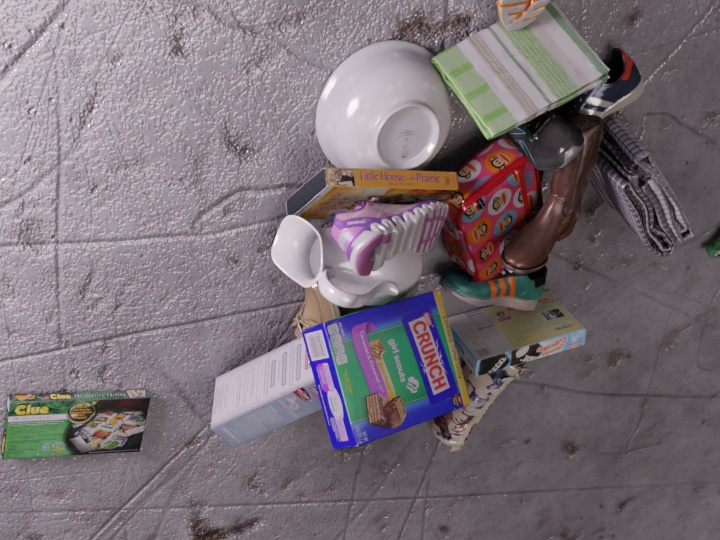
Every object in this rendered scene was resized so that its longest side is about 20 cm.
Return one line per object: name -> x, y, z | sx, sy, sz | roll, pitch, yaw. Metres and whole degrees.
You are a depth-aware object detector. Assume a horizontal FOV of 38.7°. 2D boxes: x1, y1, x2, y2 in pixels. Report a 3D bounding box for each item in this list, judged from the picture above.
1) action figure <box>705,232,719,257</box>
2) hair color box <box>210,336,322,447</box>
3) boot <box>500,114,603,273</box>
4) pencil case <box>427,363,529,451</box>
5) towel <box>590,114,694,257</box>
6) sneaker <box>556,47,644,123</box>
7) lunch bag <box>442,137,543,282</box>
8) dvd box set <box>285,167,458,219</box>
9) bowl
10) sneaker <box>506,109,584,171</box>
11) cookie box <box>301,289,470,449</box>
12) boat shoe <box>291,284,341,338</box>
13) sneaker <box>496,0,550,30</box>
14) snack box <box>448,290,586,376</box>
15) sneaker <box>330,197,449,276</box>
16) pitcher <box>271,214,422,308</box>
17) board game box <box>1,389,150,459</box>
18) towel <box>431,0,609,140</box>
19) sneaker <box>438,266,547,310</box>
action figure -> 0.700, -0.065, 1.812 | 0.198, 0.055, 0.119 | -20, 132, -8
hair color box -> -0.120, 0.171, 1.491 | 0.199, 0.100, 0.061 | -27, 129, 22
boot -> 0.272, -0.112, 1.435 | 0.186, 0.064, 0.201 | -40, 152, -42
pencil case -> 0.194, 0.206, 1.722 | 0.077, 0.090, 0.201 | 22, 111, -36
towel -> 0.405, -0.130, 1.547 | 0.085, 0.166, 0.200 | -37, 130, 10
sneaker -> 0.317, -0.246, 1.488 | 0.200, 0.075, 0.085 | -40, 126, -5
lunch bag -> 0.202, -0.094, 1.507 | 0.176, 0.082, 0.201 | -39, 145, -11
dvd box set -> 0.014, -0.102, 1.401 | 0.198, 0.030, 0.146 | 0, 165, -27
bowl -> 0.046, -0.197, 1.371 | 0.199, 0.091, 0.203 | -13, 126, -18
sneaker -> 0.230, -0.198, 1.393 | 0.075, 0.200, 0.079 | -46, 122, 5
cookie box -> 0.038, 0.134, 1.416 | 0.198, 0.075, 0.173 | -15, 88, -32
boat shoe -> -0.066, 0.086, 1.525 | 0.064, 0.072, 0.202 | -18, 134, -15
sneaker -> 0.201, -0.407, 1.315 | 0.077, 0.077, 0.202 | -15, 130, -16
snack box -> 0.249, 0.099, 1.657 | 0.198, 0.116, 0.037 | -14, 128, -17
sneaker -> 0.037, -0.063, 1.365 | 0.199, 0.088, 0.081 | -21, 137, -43
pitcher -> 0.000, 0.000, 1.409 | 0.198, 0.172, 0.122 | 6, 123, -40
board game box -> -0.409, 0.221, 1.477 | 0.198, 0.024, 0.106 | 2, 123, -28
towel -> 0.213, -0.268, 1.365 | 0.199, 0.150, 0.031 | -28, 159, -15
sneaker -> 0.211, 0.009, 1.613 | 0.198, 0.071, 0.081 | 7, 114, -35
